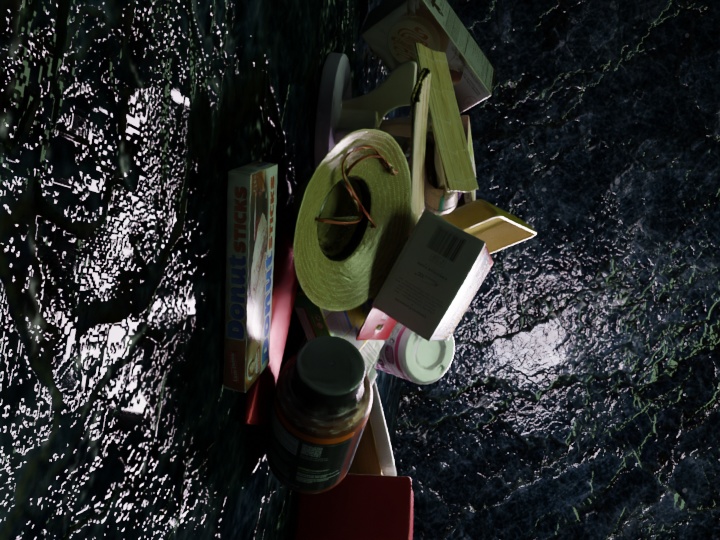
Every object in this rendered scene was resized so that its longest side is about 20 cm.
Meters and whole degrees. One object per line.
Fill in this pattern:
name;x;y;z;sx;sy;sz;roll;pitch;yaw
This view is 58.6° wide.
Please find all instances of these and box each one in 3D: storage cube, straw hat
storage cube;-0.008;0.423;1.008;0.171;0.198;0.181;77;16;-64
straw hat;-0.031;-0.063;0.720;0.201;0.085;0.202;-25;125;-42

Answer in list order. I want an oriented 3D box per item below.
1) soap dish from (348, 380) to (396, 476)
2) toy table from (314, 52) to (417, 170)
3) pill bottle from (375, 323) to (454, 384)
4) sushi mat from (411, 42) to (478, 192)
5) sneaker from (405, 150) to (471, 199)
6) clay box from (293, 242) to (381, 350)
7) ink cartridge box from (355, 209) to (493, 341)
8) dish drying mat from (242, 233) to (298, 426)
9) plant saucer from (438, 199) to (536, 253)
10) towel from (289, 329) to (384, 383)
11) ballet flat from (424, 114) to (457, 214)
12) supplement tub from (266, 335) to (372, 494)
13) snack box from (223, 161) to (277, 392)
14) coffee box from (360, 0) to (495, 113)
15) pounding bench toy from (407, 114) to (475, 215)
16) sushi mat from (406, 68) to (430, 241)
soap dish;0.003;0.268;1.105;0.158;0.081;0.201;80;-2;-65
toy table;0.011;-0.177;0.846;0.184;0.116;0.201;-70;164;-54
pill bottle;0.059;0.122;1.120;0.200;0.113;0.114;8;-90;58
sushi mat;0.114;-0.200;0.856;0.095;0.012;0.201;-10;87;-59
sneaker;0.070;-0.132;0.975;0.081;0.199;0.089;61;27;-58
clay box;-0.004;0.022;0.850;0.200;0.047;0.115;-46;126;-44
ink cartridge box;0.089;0.034;0.825;0.176;0.084;0.200;-60;165;3
dish drying mat;-0.096;0.066;0.699;0.077;0.018;0.201;68;31;-73
plant saucer;0.167;-0.058;1.065;0.200;0.199;0.049;9;62;-58
towel;-0.030;0.137;0.887;0.200;0.034;0.193;63;40;-44
ballet flat;0.114;-0.178;0.912;0.067;0.068;0.201;84;1;-67
supplement tub;-0.045;0.158;0.707;0.201;0.106;0.107;106;1;-47
snack box;-0.101;0.005;0.590;0.072;0.024;0.201;-57;153;-71
coffee box;0.110;-0.343;1.013;0.200;0.114;0.080;44;42;-29
pounding bench toy;0.120;-0.144;1.119;0.125;0.155;0.201;-79;159;-44
sushi mat;0.070;-0.136;0.787;0.096;0.012;0.201;-69;163;-47
